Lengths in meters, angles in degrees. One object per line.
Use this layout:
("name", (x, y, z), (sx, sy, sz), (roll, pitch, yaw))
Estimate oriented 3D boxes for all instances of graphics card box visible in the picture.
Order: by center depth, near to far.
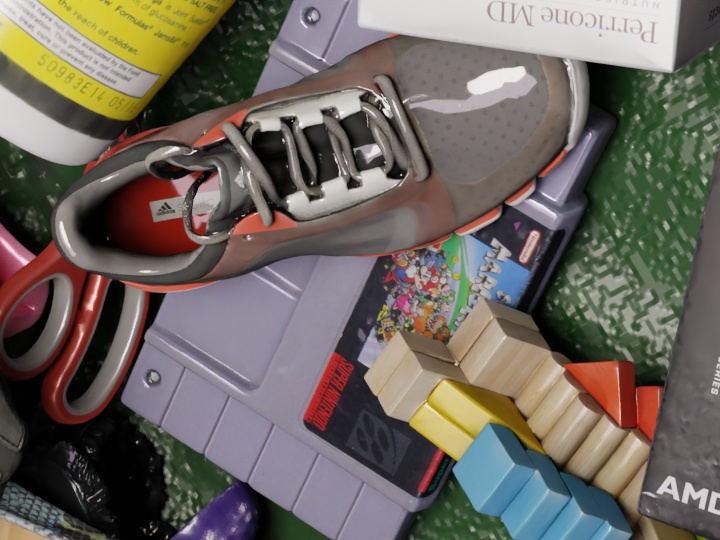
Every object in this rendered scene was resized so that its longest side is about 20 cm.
("graphics card box", (0.148, -0.021, 0.880), (0.051, 0.125, 0.200), (19, 112, 18))

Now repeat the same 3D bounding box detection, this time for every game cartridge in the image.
("game cartridge", (0.000, 0.000, 1.010), (0.130, 0.038, 0.200), (33, 117, 17))

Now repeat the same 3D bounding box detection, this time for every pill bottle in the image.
("pill bottle", (-0.073, -0.143, 0.940), (0.112, 0.112, 0.200), (44, 103, 7))

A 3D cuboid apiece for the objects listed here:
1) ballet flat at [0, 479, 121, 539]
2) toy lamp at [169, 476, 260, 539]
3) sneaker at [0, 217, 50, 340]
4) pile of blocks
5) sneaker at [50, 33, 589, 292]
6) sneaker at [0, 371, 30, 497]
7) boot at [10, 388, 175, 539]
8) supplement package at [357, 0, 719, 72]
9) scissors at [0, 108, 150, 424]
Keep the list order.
("ballet flat", (-0.137, 0.116, 1.020), (0.200, 0.074, 0.074), (15, 111, 19))
("toy lamp", (0.002, 0.171, 1.047), (0.200, 0.058, 0.058), (46, 119, 5))
("sneaker", (-0.187, -0.029, 0.999), (0.095, 0.200, 0.079), (25, 83, 43))
("pile of blocks", (0.097, 0.075, 0.943), (0.200, 0.082, 0.062), (34, 112, -2))
("sneaker", (-0.017, -0.032, 0.938), (0.200, 0.082, 0.077), (-21, 90, 19))
("sneaker", (-0.185, 0.053, 1.009), (0.098, 0.071, 0.200), (41, 158, -25))
("boot", (-0.150, 0.144, 1.106), (0.162, 0.073, 0.199), (-5, 105, 20))
("supplement package", (0.073, -0.176, 0.873), (0.113, 0.110, 0.201), (9, 108, 21))
("scissors", (-0.088, -0.040, 1.032), (0.014, 0.073, 0.200), (17, 84, 45))
